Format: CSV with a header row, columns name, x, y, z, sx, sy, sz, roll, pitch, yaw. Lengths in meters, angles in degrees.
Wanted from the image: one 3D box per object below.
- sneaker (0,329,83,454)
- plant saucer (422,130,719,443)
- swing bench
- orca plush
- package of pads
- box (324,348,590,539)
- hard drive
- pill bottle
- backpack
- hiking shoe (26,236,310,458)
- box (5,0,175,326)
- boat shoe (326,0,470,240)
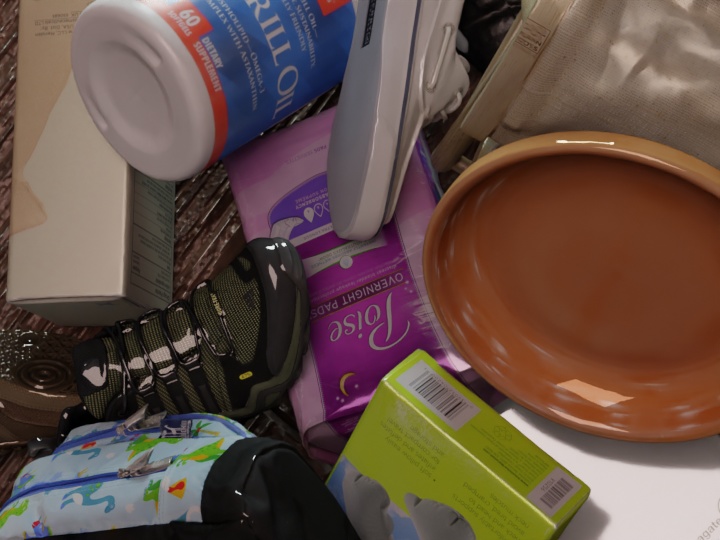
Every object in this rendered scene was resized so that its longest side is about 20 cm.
name,x,y,z,sx,sy,sz,roll,pitch,yaw
sneaker,-0.233,0.082,1.109,0.198,0.071,0.076,7,119,0
plant saucer,0.130,0.006,0.910,0.198,0.201,0.038,13,47,14
swing bench,0.159,-0.071,0.959,0.198,0.200,0.131,30,86,-2
orca plush,0.068,-0.158,1.085,0.104,0.071,0.202,-14,77,8
package of pads,0.000,0.000,1.051,0.120,0.076,0.202,-22,65,11
box,0.029,0.155,0.985,0.122,0.048,0.201,39,128,16
hard drive,0.123,0.102,1.047,0.132,0.027,0.200,-43,75,0
pill bottle,-0.061,-0.144,1.050,0.112,0.113,0.200,41,54,15
backpack,-0.104,0.152,0.953,0.198,0.164,0.155,-18,39,19
hiking shoe,-0.105,0.056,1.003,0.200,0.100,0.076,-51,49,32
box,-0.161,-0.072,1.104,0.077,0.095,0.202,-2,77,12
boat shoe,0.030,-0.112,1.007,0.065,0.073,0.202,12,89,-20
